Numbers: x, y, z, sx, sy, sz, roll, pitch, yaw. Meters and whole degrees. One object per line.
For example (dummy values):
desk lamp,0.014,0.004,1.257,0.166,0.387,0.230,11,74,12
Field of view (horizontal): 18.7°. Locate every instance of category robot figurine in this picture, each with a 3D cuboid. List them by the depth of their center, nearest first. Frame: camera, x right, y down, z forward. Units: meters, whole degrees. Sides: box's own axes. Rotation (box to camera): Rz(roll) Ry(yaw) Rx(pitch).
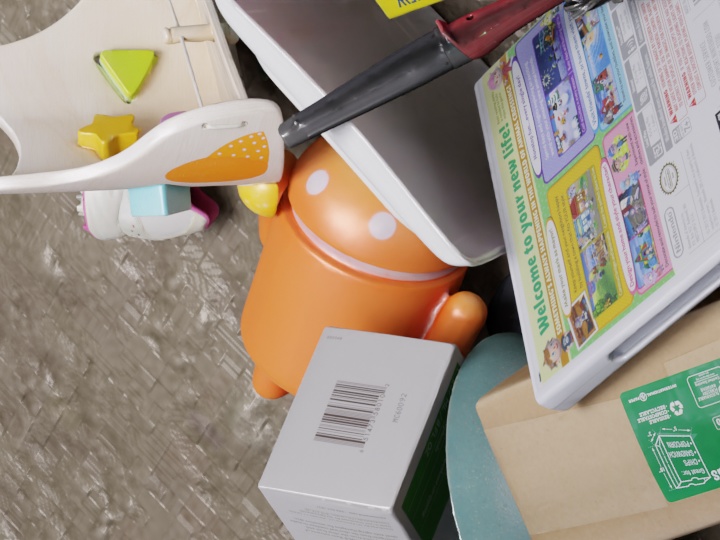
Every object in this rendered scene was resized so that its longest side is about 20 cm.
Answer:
robot figurine,-0.002,-0.001,1.255,0.144,0.117,0.200,-105,29,-51

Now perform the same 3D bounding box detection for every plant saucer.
plant saucer,0.116,0.125,1.168,0.036,0.200,0.200,-20,96,32

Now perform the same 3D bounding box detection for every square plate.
square plate,0.025,-0.085,1.146,0.200,0.198,0.028,48,117,11

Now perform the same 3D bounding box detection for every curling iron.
curling iron,0.049,-0.109,1.028,0.200,0.050,0.026,-24,101,13

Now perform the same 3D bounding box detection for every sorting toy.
sorting toy,-0.147,-0.089,1.230,0.200,0.180,0.107,-111,13,-51

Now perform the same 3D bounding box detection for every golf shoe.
golf shoe,-0.123,-0.112,1.343,0.091,0.075,0.200,8,113,10

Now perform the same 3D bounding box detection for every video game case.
video game case,0.127,-0.063,1.022,0.182,0.022,0.200,-44,42,39

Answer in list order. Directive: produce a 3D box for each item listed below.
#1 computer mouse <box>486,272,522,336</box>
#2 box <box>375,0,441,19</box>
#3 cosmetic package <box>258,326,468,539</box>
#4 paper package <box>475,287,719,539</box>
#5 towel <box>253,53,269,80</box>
computer mouse,0.086,0.083,1.278,0.059,0.034,0.200,25,123,26
box,0.037,-0.241,1.031,0.176,0.097,0.200,-13,126,45
cosmetic package,0.028,0.130,1.209,0.085,0.108,0.200,7,150,27
paper package,0.187,0.052,1.086,0.200,0.191,0.104,-25,92,39
towel,-0.068,-0.204,1.228,0.147,0.022,0.200,-150,42,-79
